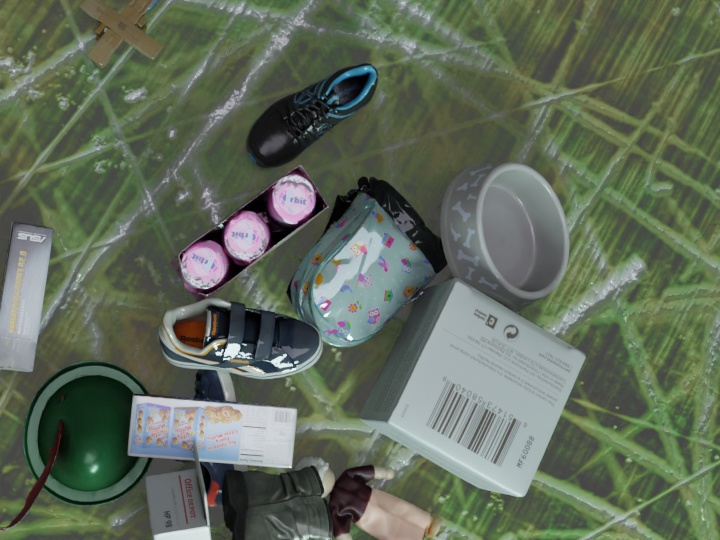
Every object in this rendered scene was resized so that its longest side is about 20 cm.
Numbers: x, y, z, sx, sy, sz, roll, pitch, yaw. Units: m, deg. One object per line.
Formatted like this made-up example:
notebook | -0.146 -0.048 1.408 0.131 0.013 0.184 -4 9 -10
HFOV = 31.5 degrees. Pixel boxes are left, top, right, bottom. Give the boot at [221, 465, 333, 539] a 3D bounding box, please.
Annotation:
boot | -0.090 0.314 1.492 0.128 0.068 0.202 1 50 -14

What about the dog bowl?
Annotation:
dog bowl | 0.192 -0.047 1.642 0.198 0.058 0.204 12 72 -39

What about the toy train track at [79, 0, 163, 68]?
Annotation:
toy train track | -0.279 -0.336 1.627 0.114 0.033 0.201 35 73 0

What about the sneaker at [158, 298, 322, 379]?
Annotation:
sneaker | -0.144 0.081 1.522 0.196 0.080 0.080 -1 61 0

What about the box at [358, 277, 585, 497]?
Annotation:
box | 0.137 0.147 1.597 0.197 0.171 0.202 29 79 -8

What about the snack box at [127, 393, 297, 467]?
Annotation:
snack box | -0.177 0.192 1.528 0.196 0.024 0.073 6 90 -9

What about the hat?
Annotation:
hat | -0.316 0.204 1.488 0.163 0.176 0.203 11 82 -11

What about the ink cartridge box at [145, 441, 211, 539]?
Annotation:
ink cartridge box | -0.210 0.316 1.490 0.066 0.116 0.203 -8 117 -11

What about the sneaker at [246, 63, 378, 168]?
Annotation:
sneaker | -0.062 -0.206 1.634 0.199 0.082 0.074 -38 95 -12

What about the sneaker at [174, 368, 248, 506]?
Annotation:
sneaker | -0.194 0.192 1.569 0.083 0.075 0.203 -11 87 -17

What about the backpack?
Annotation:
backpack | 0.000 0.000 1.605 0.200 0.126 0.167 -45 98 -10

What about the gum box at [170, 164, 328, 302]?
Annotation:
gum box | -0.144 -0.040 1.583 0.199 0.113 0.067 -37 93 -13

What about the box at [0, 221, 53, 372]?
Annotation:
box | -0.393 0.036 1.477 0.048 0.200 0.161 9 84 -15

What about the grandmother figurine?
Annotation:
grandmother figurine | 0.002 0.300 1.614 0.198 0.061 0.122 31 52 -5
